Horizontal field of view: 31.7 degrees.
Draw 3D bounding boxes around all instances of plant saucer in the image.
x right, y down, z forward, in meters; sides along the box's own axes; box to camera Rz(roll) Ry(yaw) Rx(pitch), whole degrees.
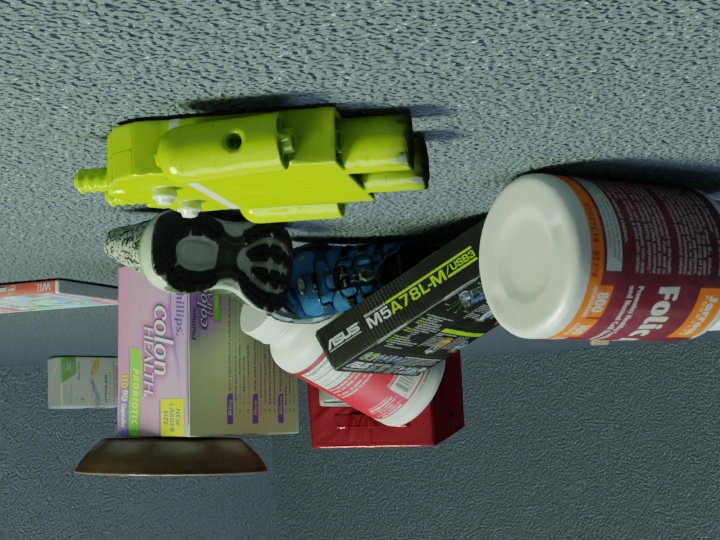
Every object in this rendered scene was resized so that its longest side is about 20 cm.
[{"bbox_3d":[-0.196,0.192,1.320,0.199,0.037,0.200,-1,173,0],"label":"plant saucer"}]

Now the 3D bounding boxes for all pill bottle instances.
[{"bbox_3d":[-0.019,0.071,1.299,0.200,0.113,0.112,31,158,-25],"label":"pill bottle"},{"bbox_3d":[0.196,-0.006,0.908,0.199,0.115,0.114,2,172,-29],"label":"pill bottle"}]

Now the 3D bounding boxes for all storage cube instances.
[{"bbox_3d":[0.035,0.133,1.681,0.170,0.181,0.200,-4,180,18],"label":"storage cube"}]

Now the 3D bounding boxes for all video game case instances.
[{"bbox_3d":[-0.395,0.032,1.498,0.199,0.018,0.143,-5,172,24],"label":"video game case"}]

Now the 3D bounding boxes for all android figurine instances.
[{"bbox_3d":[-0.063,-0.058,0.733,0.199,0.041,0.182,-4,173,8],"label":"android figurine"}]

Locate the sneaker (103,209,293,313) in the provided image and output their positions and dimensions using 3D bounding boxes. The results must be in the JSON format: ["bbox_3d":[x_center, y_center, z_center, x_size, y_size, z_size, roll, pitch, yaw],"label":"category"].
[{"bbox_3d":[-0.127,-0.014,1.022,0.088,0.077,0.200,10,175,33],"label":"sneaker"}]

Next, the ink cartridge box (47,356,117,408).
[{"bbox_3d":[-0.617,0.259,2.925,0.199,0.118,0.067,4,169,-42],"label":"ink cartridge box"}]

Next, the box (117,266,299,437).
[{"bbox_3d":[-0.159,0.089,1.354,0.096,0.177,0.200,-5,173,30],"label":"box"}]

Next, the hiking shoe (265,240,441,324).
[{"bbox_3d":[0.000,0.000,1.157,0.199,0.075,0.087,-9,171,-33],"label":"hiking shoe"}]

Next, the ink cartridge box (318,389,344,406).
[{"bbox_3d":[-0.011,0.085,1.490,0.082,0.147,0.200,-2,173,-2],"label":"ink cartridge box"}]

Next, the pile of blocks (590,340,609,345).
[{"bbox_3d":[0.299,0.038,1.488,0.199,0.062,0.082,2,130,-13],"label":"pile of blocks"}]

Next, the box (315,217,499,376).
[{"bbox_3d":[0.082,0.028,1.137,0.193,0.048,0.200,-36,161,17],"label":"box"}]
